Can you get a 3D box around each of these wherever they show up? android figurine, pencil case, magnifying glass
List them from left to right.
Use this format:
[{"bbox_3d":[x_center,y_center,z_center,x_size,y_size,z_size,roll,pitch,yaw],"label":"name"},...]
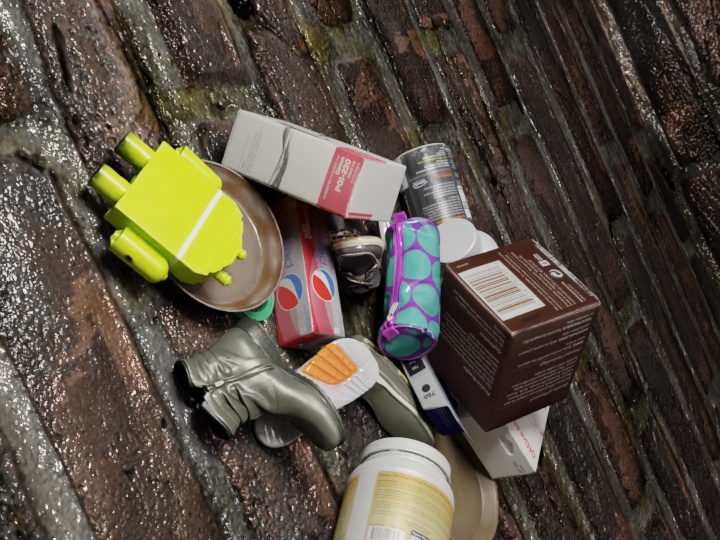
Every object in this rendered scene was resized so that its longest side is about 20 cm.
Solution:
[{"bbox_3d":[-0.214,-0.065,1.070,0.200,0.041,0.183,41,45,-21],"label":"android figurine"},{"bbox_3d":[-0.157,-0.029,1.206,0.079,0.022,0.202,6,68,-53],"label":"magnifying glass"},{"bbox_3d":[0.071,0.022,1.326,0.092,0.085,0.201,40,42,-41],"label":"pencil case"}]

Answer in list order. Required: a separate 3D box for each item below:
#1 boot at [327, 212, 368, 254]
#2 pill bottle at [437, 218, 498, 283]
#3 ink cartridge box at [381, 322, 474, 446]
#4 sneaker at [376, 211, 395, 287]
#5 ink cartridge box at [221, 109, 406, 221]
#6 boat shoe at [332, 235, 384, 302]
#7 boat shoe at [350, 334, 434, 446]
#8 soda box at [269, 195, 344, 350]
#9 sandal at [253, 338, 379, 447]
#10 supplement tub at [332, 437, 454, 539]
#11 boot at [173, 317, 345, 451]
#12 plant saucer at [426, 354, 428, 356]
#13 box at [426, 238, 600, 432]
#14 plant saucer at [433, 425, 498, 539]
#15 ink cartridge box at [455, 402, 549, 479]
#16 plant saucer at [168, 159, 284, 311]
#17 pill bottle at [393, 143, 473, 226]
[{"bbox_3d":[-0.018,-0.095,1.391,0.199,0.073,0.152,-3,72,-51],"label":"boot"},{"bbox_3d":[0.181,0.006,1.478,0.200,0.111,0.113,50,35,-47],"label":"pill bottle"},{"bbox_3d":[0.096,0.165,1.342,0.201,0.039,0.100,62,3,39],"label":"ink cartridge box"},{"bbox_3d":[0.071,-0.009,1.444,0.078,0.079,0.202,92,-11,-78],"label":"sneaker"},{"bbox_3d":[-0.060,-0.137,1.226,0.145,0.199,0.085,-2,112,-65],"label":"ink cartridge box"},{"bbox_3d":[0.000,0.000,1.305,0.200,0.071,0.065,89,-3,-77],"label":"boat shoe"},{"bbox_3d":[0.044,0.175,1.320,0.202,0.072,0.060,48,42,-21],"label":"boat shoe"},{"bbox_3d":[-0.078,0.002,1.250,0.063,0.070,0.202,13,61,-47],"label":"soda box"},{"bbox_3d":[-0.066,0.158,1.196,0.206,0.059,0.080,-32,90,-35],"label":"sandal"},{"bbox_3d":[0.041,0.326,1.159,0.144,0.144,0.201,47,39,-28],"label":"supplement tub"},{"bbox_3d":[-0.120,0.160,1.078,0.200,0.068,0.131,47,46,4],"label":"boot"},{"bbox_3d":[0.142,0.104,1.534,0.200,0.036,0.201,32,48,-42],"label":"plant saucer"},{"bbox_3d":[0.217,0.092,1.359,0.163,0.201,0.166,-17,45,-27],"label":"box"},{"bbox_3d":[0.147,0.329,1.414,0.200,0.029,0.201,31,47,-41],"label":"plant saucer"},{"bbox_3d":[0.235,0.212,1.499,0.147,0.082,0.200,57,35,-24],"label":"ink cartridge box"},{"bbox_3d":[-0.182,-0.040,1.143,0.199,0.032,0.202,22,56,-36],"label":"plant saucer"},{"bbox_3d":[0.130,-0.105,1.577,0.106,0.106,0.202,-2,72,-55],"label":"pill bottle"}]
